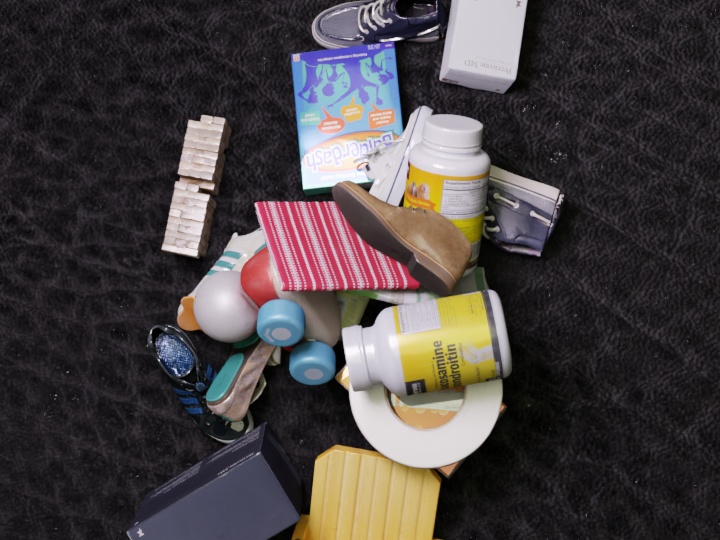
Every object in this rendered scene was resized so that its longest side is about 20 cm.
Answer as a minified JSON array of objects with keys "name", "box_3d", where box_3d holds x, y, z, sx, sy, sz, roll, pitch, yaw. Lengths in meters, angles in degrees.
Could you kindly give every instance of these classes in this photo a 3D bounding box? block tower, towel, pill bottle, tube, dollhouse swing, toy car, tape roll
[{"name":"block tower","box_3d":[-0.232,-0.117,1.804,0.054,0.058,0.201,10,80,7]},{"name":"towel","box_3d":[0.078,0.013,1.686,0.199,0.149,0.031,12,110,-8]},{"name":"pill bottle","box_3d":[0.082,0.094,1.571,0.199,0.112,0.113,-11,80,3]},{"name":"tube","box_3d":[0.000,0.000,1.768,0.052,0.058,0.201,6,72,49]},{"name":"dollhouse swing","box_3d":[0.005,0.357,1.634,0.199,0.182,0.177,10,123,7]},{"name":"toy car","box_3d":[-0.142,0.052,1.675,0.199,0.177,0.185,-15,48,19]},{"name":"towel","box_3d":[-0.029,-0.030,1.620,0.199,0.023,0.145,-1,51,-28]},{"name":"tape roll","box_3d":[0.085,0.154,1.636,0.201,0.037,0.204,-1,80,5]},{"name":"pill bottle","box_3d":[0.112,-0.098,1.666,0.108,0.109,0.201,8,112,7]}]

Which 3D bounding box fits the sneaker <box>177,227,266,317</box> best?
[{"name":"sneaker","box_3d":[-0.175,0.003,1.779,0.199,0.070,0.094,-35,45,10]}]

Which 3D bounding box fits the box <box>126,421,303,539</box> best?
[{"name":"box","box_3d":[-0.184,0.308,1.653,0.199,0.182,0.104,-31,94,2]}]

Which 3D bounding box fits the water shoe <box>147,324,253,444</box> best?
[{"name":"water shoe","box_3d":[-0.228,0.160,1.744,0.071,0.079,0.200,-42,80,-2]}]

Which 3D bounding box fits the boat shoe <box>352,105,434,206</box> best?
[{"name":"boat shoe","box_3d":[0.030,-0.139,1.731,0.086,0.075,0.203,23,103,5]}]

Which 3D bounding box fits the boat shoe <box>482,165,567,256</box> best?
[{"name":"boat shoe","box_3d":[0.177,-0.087,1.737,0.199,0.075,0.093,17,75,8]}]

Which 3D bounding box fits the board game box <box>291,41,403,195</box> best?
[{"name":"board game box","box_3d":[-0.015,-0.216,1.802,0.151,0.045,0.201,-7,81,4]}]

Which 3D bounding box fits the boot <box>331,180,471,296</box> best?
[{"name":"boot","box_3d":[0.053,-0.057,1.605,0.200,0.074,0.076,39,70,-2]}]

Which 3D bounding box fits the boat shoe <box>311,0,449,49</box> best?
[{"name":"boat shoe","box_3d":[0.025,-0.362,1.797,0.199,0.093,0.075,-6,80,5]}]

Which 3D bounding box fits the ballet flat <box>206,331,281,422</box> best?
[{"name":"ballet flat","box_3d":[-0.148,0.124,1.743,0.067,0.068,0.201,48,54,-29]}]

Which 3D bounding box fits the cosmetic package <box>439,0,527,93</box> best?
[{"name":"cosmetic package","box_3d":[0.179,-0.361,1.784,0.101,0.074,0.201,9,81,-7]}]

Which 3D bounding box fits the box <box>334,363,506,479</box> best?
[{"name":"box","box_3d":[0.082,0.167,1.702,0.200,0.098,0.125,40,85,10]}]
